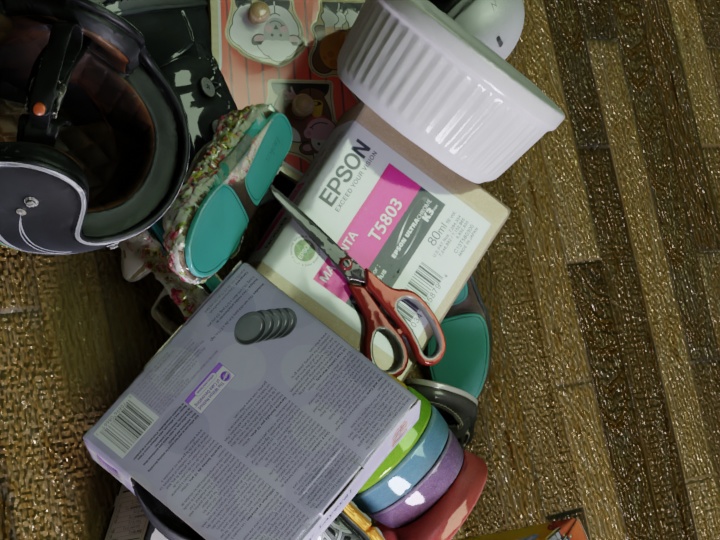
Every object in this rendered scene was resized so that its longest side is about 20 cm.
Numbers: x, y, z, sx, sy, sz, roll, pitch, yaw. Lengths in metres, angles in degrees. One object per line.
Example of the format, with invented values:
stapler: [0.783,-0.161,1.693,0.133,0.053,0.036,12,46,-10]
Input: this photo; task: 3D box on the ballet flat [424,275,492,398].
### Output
ballet flat: [0.086,0.029,1.725,0.069,0.067,0.201,-93,175,-64]

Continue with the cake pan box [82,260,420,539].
cake pan box: [-0.083,0.122,1.397,0.184,0.052,0.200,35,71,17]

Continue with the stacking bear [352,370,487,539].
stacking bear: [-0.001,0.130,1.504,0.200,0.121,0.114,46,77,-13]

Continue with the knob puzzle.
knob puzzle: [-0.043,-0.170,1.638,0.218,0.030,0.221,4,77,-19]

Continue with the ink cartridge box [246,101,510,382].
ink cartridge box: [0.008,-0.017,1.588,0.164,0.075,0.201,35,76,-11]

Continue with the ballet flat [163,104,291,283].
ballet flat: [-0.117,-0.059,1.464,0.200,0.064,0.076,-59,140,-45]

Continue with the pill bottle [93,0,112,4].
pill bottle: [-0.219,-0.268,1.455,0.120,0.119,0.200,65,30,-8]

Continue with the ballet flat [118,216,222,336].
ballet flat: [-0.154,0.005,1.493,0.200,0.064,0.076,53,13,3]

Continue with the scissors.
scissors: [0.000,0.000,1.539,0.073,0.014,0.201,-31,93,-13]

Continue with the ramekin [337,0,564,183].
ramekin: [0.069,-0.159,1.577,0.202,0.094,0.202,37,10,-8]

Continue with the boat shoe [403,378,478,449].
boat shoe: [0.069,0.142,1.626,0.200,0.066,0.057,66,33,-72]

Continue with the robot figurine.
robot figurine: [0.064,-0.268,1.754,0.200,0.125,0.150,47,32,9]

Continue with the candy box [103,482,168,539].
candy box: [-0.126,0.195,1.468,0.136,0.061,0.201,36,54,-33]

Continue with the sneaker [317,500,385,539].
sneaker: [-0.042,0.207,1.464,0.077,0.078,0.201,-44,110,-32]

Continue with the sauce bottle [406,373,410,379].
sauce bottle: [0.013,0.007,1.675,0.066,0.066,0.202,14,66,-43]

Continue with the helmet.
helmet: [-0.232,-0.104,1.360,0.191,0.198,0.201,67,24,-67]

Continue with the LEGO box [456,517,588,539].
LEGO box: [0.085,0.287,1.555,0.149,0.199,0.078,-29,97,-46]

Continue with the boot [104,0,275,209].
boot: [-0.163,-0.128,1.543,0.164,0.065,0.201,-20,96,-45]
